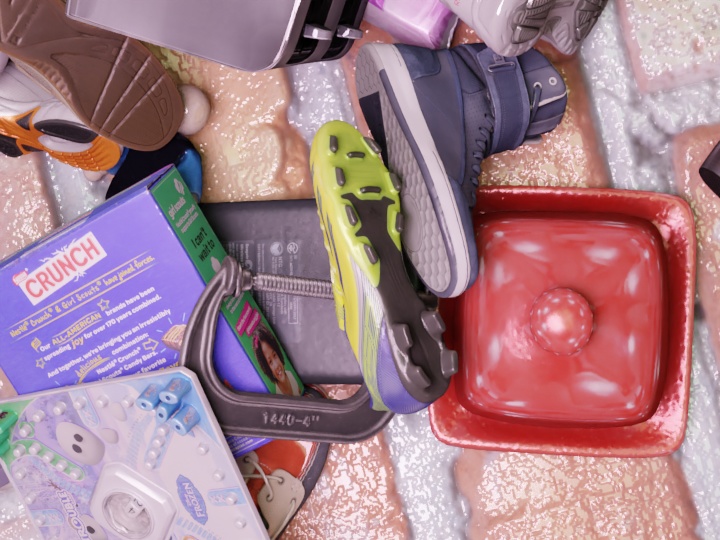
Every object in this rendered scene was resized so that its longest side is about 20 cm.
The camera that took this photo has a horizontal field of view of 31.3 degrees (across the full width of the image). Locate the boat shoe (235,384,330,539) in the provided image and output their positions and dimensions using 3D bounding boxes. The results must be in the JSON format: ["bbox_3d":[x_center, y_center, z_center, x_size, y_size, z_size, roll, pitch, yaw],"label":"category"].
[{"bbox_3d":[-0.085,0.177,0.987,0.071,0.063,0.201,32,91,9],"label":"boat shoe"}]

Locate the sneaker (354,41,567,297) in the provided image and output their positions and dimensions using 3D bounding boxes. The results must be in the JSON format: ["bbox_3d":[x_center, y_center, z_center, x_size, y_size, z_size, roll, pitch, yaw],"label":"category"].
[{"bbox_3d":[0.089,-0.080,0.899,0.144,0.077,0.205,-4,61,-20],"label":"sneaker"}]

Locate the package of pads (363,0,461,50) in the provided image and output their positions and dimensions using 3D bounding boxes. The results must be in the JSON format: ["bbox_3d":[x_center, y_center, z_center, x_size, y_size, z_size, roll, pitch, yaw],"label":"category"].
[{"bbox_3d":[0.008,-0.259,0.980,0.199,0.076,0.121,32,93,8],"label":"package of pads"}]

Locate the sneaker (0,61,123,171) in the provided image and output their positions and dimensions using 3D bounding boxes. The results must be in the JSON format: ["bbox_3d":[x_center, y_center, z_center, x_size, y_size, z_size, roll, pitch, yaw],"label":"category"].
[{"bbox_3d":[-0.259,-0.142,1.026,0.197,0.076,0.093,14,60,19],"label":"sneaker"}]

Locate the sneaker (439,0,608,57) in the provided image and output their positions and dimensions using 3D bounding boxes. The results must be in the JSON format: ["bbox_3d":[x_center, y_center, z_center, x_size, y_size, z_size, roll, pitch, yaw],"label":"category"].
[{"bbox_3d":[0.115,-0.208,0.913,0.099,0.199,0.079,37,114,22],"label":"sneaker"}]

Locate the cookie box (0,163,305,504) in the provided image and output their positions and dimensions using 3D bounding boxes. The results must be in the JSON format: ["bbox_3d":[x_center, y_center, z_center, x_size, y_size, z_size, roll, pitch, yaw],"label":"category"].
[{"bbox_3d":[-0.162,0.054,0.933,0.170,0.075,0.202,-26,104,13],"label":"cookie box"}]

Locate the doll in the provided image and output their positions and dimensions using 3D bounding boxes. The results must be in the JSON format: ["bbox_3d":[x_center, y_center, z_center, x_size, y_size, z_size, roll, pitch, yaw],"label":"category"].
[{"bbox_3d":[-0.174,-0.053,1.001,0.136,0.048,0.202,29,97,39],"label":"doll"}]

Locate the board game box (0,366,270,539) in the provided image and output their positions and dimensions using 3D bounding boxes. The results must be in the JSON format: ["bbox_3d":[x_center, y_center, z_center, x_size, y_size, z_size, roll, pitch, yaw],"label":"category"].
[{"bbox_3d":[-0.165,0.173,0.910,0.198,0.026,0.202,-11,112,28],"label":"board game box"}]

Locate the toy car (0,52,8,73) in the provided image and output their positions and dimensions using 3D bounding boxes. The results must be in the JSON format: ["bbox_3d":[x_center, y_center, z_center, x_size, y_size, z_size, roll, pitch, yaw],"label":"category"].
[{"bbox_3d":[-0.299,-0.250,0.961,0.199,0.150,0.176,-32,53,3],"label":"toy car"}]

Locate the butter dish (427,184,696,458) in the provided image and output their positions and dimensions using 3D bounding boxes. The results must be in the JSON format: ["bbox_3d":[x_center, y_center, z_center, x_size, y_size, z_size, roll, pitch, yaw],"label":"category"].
[{"bbox_3d":[0.143,0.036,0.916,0.197,0.148,0.203,3,88,8],"label":"butter dish"}]

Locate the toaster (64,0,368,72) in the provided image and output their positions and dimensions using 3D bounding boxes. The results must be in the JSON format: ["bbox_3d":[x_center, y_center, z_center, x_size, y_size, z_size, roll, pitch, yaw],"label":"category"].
[{"bbox_3d":[-0.094,-0.213,0.874,0.197,0.181,0.120,18,104,10],"label":"toaster"}]

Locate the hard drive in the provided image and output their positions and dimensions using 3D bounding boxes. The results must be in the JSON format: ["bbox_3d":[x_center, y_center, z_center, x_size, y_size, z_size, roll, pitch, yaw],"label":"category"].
[{"bbox_3d":[-0.044,0.016,0.985,0.197,0.033,0.142,-1,88,18],"label":"hard drive"}]

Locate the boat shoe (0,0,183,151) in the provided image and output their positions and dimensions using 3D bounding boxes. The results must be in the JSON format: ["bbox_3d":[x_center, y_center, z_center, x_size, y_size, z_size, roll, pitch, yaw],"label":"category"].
[{"bbox_3d":[-0.210,-0.158,0.920,0.199,0.065,0.073,34,94,-37],"label":"boat shoe"}]

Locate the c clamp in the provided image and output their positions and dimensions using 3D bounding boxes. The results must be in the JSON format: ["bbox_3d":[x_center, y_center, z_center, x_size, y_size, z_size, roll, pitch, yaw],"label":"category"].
[{"bbox_3d":[-0.033,0.036,0.900,0.197,0.027,0.174,1,95,-25],"label":"c clamp"}]

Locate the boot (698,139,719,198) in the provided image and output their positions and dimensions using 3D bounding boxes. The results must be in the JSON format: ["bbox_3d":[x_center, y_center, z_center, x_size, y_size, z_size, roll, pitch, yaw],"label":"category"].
[{"bbox_3d":[0.379,-0.086,0.943,0.188,0.069,0.200,44,87,14],"label":"boot"}]

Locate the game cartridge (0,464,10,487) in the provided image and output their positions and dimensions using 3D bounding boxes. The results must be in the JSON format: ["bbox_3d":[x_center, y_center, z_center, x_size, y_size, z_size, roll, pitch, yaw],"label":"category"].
[{"bbox_3d":[-0.384,0.173,1.002,0.198,0.130,0.039,-30,41,6],"label":"game cartridge"}]

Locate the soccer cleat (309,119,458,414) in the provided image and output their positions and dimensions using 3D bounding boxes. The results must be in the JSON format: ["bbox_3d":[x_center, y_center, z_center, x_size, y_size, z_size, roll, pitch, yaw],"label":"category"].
[{"bbox_3d":[0.000,0.001,0.861,0.083,0.064,0.203,-25,82,47],"label":"soccer cleat"}]
